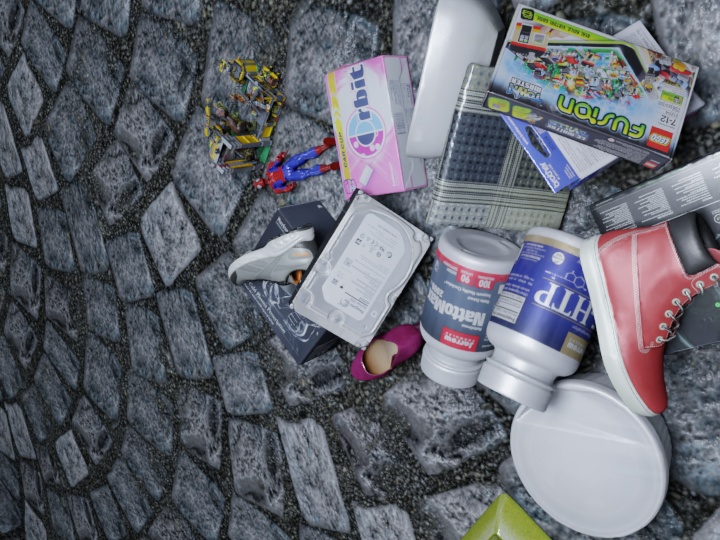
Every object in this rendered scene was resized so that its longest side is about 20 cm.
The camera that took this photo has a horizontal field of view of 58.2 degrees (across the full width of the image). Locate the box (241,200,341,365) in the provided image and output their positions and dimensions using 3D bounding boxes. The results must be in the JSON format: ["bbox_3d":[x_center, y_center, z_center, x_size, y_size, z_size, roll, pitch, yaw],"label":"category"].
[{"bbox_3d":[-0.089,0.019,1.101,0.201,0.104,0.183,50,127,17],"label":"box"}]

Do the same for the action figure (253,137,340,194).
[{"bbox_3d":[-0.117,-0.173,1.109,0.198,0.051,0.066,-14,97,44],"label":"action figure"}]

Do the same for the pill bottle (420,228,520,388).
[{"bbox_3d":[0.147,0.056,0.902,0.119,0.119,0.203,26,118,32],"label":"pill bottle"}]

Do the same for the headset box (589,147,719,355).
[{"bbox_3d":[0.378,-0.018,0.701,0.173,0.092,0.202,-26,86,41],"label":"headset box"}]

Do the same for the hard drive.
[{"bbox_3d":[0.000,0.000,0.959,0.139,0.038,0.201,32,95,-16],"label":"hard drive"}]

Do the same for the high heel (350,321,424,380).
[{"bbox_3d":[0.027,0.137,1.041,0.200,0.096,0.068,-43,75,39],"label":"high heel"}]

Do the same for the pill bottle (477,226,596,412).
[{"bbox_3d":[0.223,0.061,0.788,0.119,0.119,0.202,23,88,33],"label":"pill bottle"}]

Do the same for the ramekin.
[{"bbox_3d":[0.302,0.226,0.836,0.200,0.094,0.205,14,112,37],"label":"ramekin"}]

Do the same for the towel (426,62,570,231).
[{"bbox_3d":[0.184,-0.139,0.777,0.035,0.197,0.195,-132,49,-57],"label":"towel"}]

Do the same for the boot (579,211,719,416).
[{"bbox_3d":[0.321,0.048,0.662,0.143,0.072,0.203,-15,90,41],"label":"boot"}]

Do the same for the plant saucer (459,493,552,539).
[{"bbox_3d":[0.236,0.482,0.997,0.200,0.048,0.201,43,126,23],"label":"plant saucer"}]

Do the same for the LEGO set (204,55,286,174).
[{"bbox_3d":[-0.225,-0.265,1.123,0.154,0.115,0.201,50,128,17],"label":"LEGO set"}]

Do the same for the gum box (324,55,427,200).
[{"bbox_3d":[0.022,-0.215,0.963,0.112,0.066,0.203,-3,101,39],"label":"gum box"}]

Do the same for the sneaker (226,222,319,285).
[{"bbox_3d":[-0.139,-0.005,1.022,0.199,0.074,0.080,-21,93,41],"label":"sneaker"}]

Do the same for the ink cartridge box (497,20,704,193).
[{"bbox_3d":[0.257,-0.174,0.709,0.120,0.198,0.042,58,171,11],"label":"ink cartridge box"}]

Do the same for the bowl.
[{"bbox_3d":[0.124,-0.239,0.799,0.074,0.200,0.202,16,115,11],"label":"bowl"}]

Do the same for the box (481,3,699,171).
[{"bbox_3d":[0.238,-0.191,0.676,0.198,0.035,0.111,21,78,4],"label":"box"}]
